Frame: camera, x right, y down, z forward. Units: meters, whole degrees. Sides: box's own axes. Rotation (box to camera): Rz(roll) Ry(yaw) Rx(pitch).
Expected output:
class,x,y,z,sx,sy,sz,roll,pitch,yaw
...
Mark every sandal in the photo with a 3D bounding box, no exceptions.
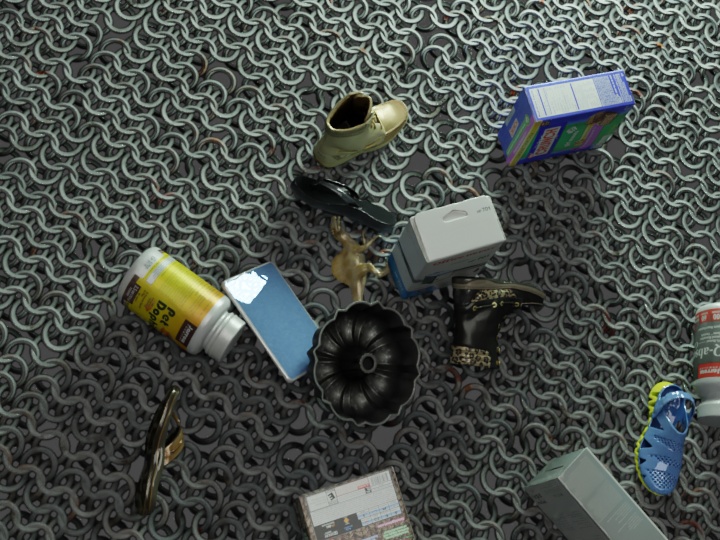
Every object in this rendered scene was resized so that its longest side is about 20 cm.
class,x,y,z,sx,sy,sz,roll,pitch,yaw
sandal,-0.027,-0.127,1.648,0.198,0.043,0.076,20,29,-11
sandal,-0.305,0.283,1.471,0.054,0.082,0.203,15,69,-22
sandal,0.526,0.284,1.612,0.078,0.087,0.203,14,73,-7

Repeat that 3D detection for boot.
class,x,y,z,sx,sy,sz,roll,pitch,yaw
boot,0.232,0.092,1.622,0.198,0.073,0.153,8,87,-37
boot,0.012,-0.268,1.654,0.198,0.156,0.073,-28,79,-17

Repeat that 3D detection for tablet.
class,x,y,z,sx,sy,sz,roll,pitch,yaw
tablet,-0.135,0.083,1.564,0.130,0.014,0.201,-26,78,-50

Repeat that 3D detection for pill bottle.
class,x,y,z,sx,sy,sz,roll,pitch,yaw
pill bottle,-0.287,0.060,1.524,0.199,0.109,0.110,35,70,2
pill bottle,0.645,0.168,1.652,0.114,0.116,0.203,11,71,-6

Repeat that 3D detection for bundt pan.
class,x,y,z,sx,sy,sz,roll,pitch,yaw
bundt pan,-0.003,0.152,1.543,0.199,0.076,0.205,3,84,-27

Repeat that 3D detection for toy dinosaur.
class,x,y,z,sx,sy,sz,roll,pitch,yaw
toy dinosaur,0.000,0.000,1.634,0.100,0.058,0.203,-13,74,3

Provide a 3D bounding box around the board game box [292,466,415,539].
class,x,y,z,sx,sy,sz,roll,pitch,yaw
board game box,-0.001,0.430,1.466,0.157,0.097,0.203,-14,76,-14

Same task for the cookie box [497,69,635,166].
class,x,y,z,sx,sy,sz,roll,pitch,yaw
cookie box,0.371,-0.275,1.714,0.197,0.171,0.076,-12,72,-13

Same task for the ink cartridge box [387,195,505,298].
class,x,y,z,sx,sy,sz,roll,pitch,yaw
ink cartridge box,0.140,-0.036,1.581,0.145,0.200,0.087,-15,76,-14

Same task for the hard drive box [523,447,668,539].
class,x,y,z,sx,sy,sz,roll,pitch,yaw
hard drive box,0.378,0.395,1.514,0.077,0.156,0.200,-38,83,-20
